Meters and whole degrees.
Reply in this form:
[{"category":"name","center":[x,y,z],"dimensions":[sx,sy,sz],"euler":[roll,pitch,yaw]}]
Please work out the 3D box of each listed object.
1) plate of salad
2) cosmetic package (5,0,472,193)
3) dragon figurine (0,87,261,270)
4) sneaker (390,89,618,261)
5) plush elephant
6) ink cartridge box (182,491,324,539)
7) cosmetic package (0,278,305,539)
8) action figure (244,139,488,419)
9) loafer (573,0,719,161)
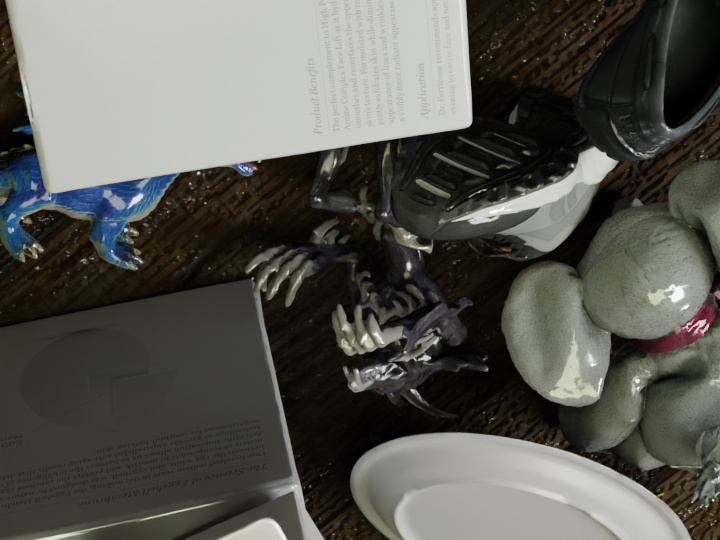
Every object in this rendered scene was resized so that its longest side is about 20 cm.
[{"category":"plate of salad","center":[0.092,0.135,1.042],"dimensions":[0.198,0.048,0.201],"euler":[13,150,8]},{"category":"cosmetic package","center":[-0.053,-0.107,0.820],"dimensions":[0.198,0.074,0.102],"euler":[-7,119,-4]},{"category":"dragon figurine","center":[-0.151,-0.060,0.930],"dimensions":[0.198,0.059,0.100],"euler":[8,115,-14]},{"category":"sneaker","center":[0.076,-0.036,0.915],"dimensions":[0.074,0.200,0.080],"euler":[27,112,23]},{"category":"plush elephant","center":[0.166,0.025,0.980],"dimensions":[0.164,0.200,0.156],"euler":[-23,100,10]},{"category":"ink cartridge box","center":[-0.053,0.182,0.839],"dimensions":[0.116,0.068,0.201],"euler":[-24,124,4]},{"category":"cosmetic package","center":[-0.131,0.120,0.945],"dimensions":[0.197,0.200,0.124],"euler":[-11,118,-4]},{"category":"action figure","center":[0.000,0.000,0.957],"dimensions":[0.102,0.118,0.202],"euler":[-26,117,-35]},{"category":"loafer","center":[0.179,-0.138,0.902],"dimensions":[0.068,0.070,0.201],"euler":[41,72,-24]}]
